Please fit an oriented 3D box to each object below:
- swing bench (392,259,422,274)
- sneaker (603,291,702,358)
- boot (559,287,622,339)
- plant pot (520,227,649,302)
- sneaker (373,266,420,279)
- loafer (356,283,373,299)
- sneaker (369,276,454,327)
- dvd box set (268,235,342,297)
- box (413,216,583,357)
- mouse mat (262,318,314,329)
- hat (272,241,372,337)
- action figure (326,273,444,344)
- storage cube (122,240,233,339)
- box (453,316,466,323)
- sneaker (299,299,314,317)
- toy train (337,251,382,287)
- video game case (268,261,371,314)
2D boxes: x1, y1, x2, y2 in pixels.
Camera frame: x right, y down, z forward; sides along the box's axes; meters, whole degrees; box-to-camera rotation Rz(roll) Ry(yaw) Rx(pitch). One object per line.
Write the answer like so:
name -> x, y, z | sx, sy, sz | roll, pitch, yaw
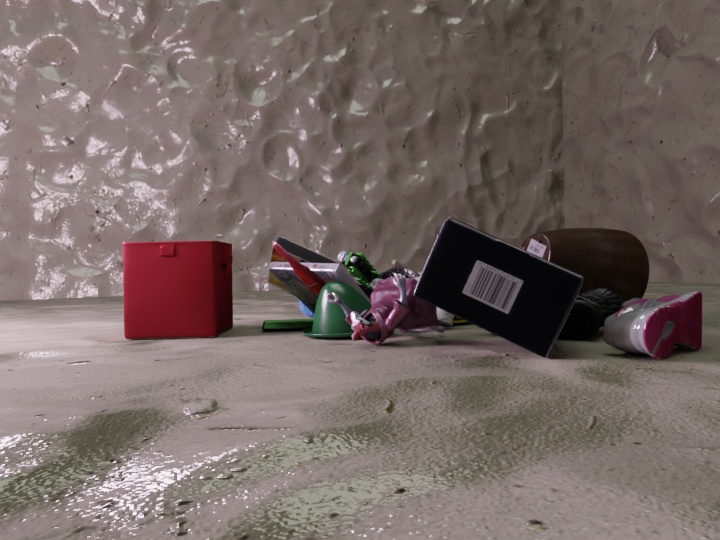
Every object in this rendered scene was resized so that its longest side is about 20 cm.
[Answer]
swing bench -> 0.228, 0.011, 1.524 | 0.198, 0.131, 0.199 | -27, -25, 30
sneaker -> 0.408, 0.069, 0.794 | 0.199, 0.082, 0.088 | -1, 2, -37
boot -> 0.338, 0.068, 1.007 | 0.210, 0.080, 0.157 | 12, 15, 35
plant pot -> 0.410, -0.007, 1.107 | 0.198, 0.189, 0.187 | 12, -5, -23
sneaker -> 0.096, 0.031, 1.284 | 0.087, 0.077, 0.199 | 2, -3, -32
loafer -> -0.017, 0.057, 1.271 | 0.068, 0.071, 0.200 | 35, -22, -9
sneaker -> 0.111, 0.047, 1.162 | 0.199, 0.081, 0.070 | 20, -10, 31
dvd box set -> -0.123, 0.009, 1.216 | 0.145, 0.030, 0.200 | 25, -26, -2
box -> 0.198, 0.019, 0.850 | 0.199, 0.125, 0.197 | 25, 7, 10
mouse mat -> -0.130, 0.115, 1.232 | 0.159, 0.008, 0.200 | -1, 1, -8
hat -> -0.037, 0.027, 1.058 | 0.198, 0.178, 0.165 | -2, -1, -32
action figure -> 0.038, 0.080, 0.957 | 0.133, 0.150, 0.200 | -11, 14, 34
storage cube -> -0.352, 0.035, 1.133 | 0.198, 0.182, 0.171 | 0, 1, -2
box -> 0.186, 0.086, 1.267 | 0.158, 0.050, 0.199 | 1, -2, -33
sneaker -> -0.068, 0.087, 1.435 | 0.198, 0.072, 0.083 | 0, -13, 27
toy train -> 0.000, 0.000, 1.200 | 0.056, 0.042, 0.200 | 23, -9, 20
video game case -> -0.068, 0.049, 1.181 | 0.181, 0.023, 0.200 | 2, -34, 36
